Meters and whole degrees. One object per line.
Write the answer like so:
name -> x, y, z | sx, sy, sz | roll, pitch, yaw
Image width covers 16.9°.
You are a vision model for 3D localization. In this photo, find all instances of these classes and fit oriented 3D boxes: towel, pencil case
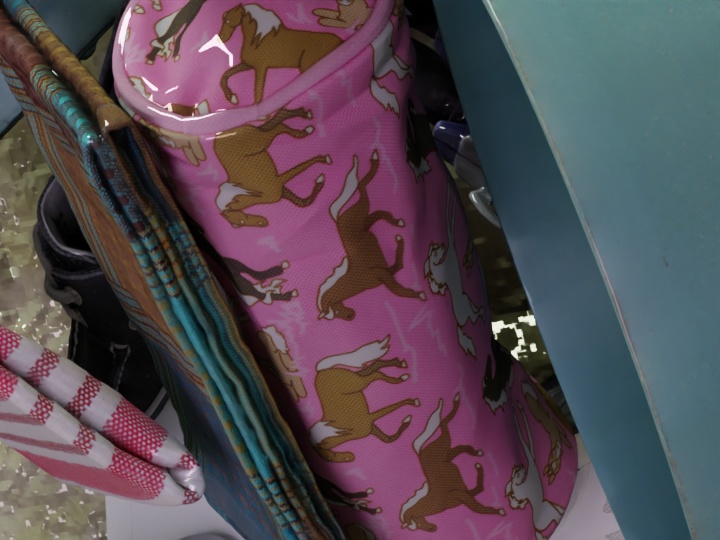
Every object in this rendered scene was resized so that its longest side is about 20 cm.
towel -> -0.141, 0.009, 0.754 | 0.199, 0.146, 0.030 | 37, 78, -16
pencil case -> 0.000, 0.000, 0.671 | 0.087, 0.082, 0.201 | 47, 166, 48
towel -> -0.053, 0.017, 0.691 | 0.022, 0.147, 0.201 | -31, 122, -9

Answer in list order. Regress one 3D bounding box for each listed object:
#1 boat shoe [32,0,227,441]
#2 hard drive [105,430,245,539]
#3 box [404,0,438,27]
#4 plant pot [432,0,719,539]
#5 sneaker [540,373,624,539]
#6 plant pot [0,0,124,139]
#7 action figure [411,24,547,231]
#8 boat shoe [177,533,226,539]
boat shoe -> -0.076, -0.011, 0.795 | 0.072, 0.067, 0.201 | 61, 143, 34
hard drive -> -0.024, 0.120, 0.830 | 0.199, 0.026, 0.133 | 17, 113, 51
box -> -0.009, -0.191, 0.665 | 0.085, 0.164, 0.202 | -6, 65, 24
plant pot -> 0.123, -0.021, 0.600 | 0.160, 0.201, 0.202 | -21, 94, -1
sneaker -> 0.094, 0.086, 0.789 | 0.116, 0.076, 0.200 | 52, 132, -3
plant pot -> -0.143, -0.111, 0.793 | 0.134, 0.201, 0.200 | 45, 119, -8
action figure -> 0.006, -0.081, 0.774 | 0.200, 0.069, 0.131 | 36, 135, 32
boat shoe -> -0.111, 0.138, 0.869 | 0.200, 0.070, 0.073 | -36, 70, 51
